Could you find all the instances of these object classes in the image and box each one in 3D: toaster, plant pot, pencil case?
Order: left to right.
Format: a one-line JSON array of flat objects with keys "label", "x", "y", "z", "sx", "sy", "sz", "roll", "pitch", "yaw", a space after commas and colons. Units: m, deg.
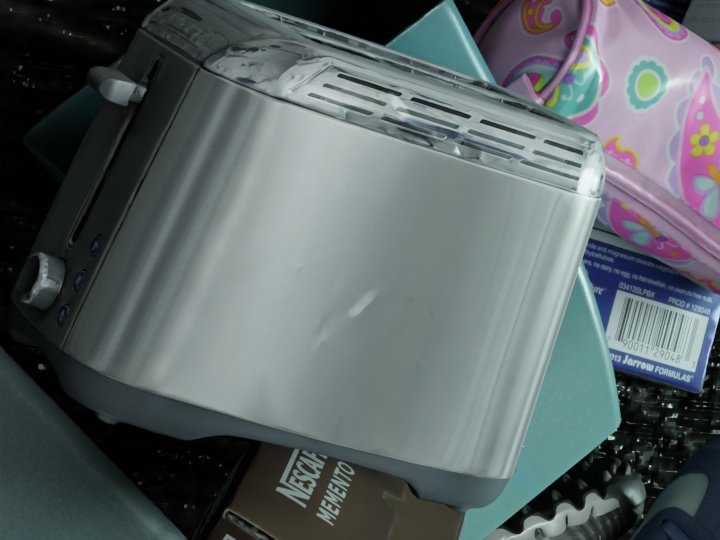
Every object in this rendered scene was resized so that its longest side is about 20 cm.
[{"label": "toaster", "x": -0.007, "y": -0.006, "z": 0.935, "sx": 0.199, "sy": 0.114, "sz": 0.130, "roll": 17, "pitch": 100, "yaw": -27}, {"label": "plant pot", "x": 0.000, "y": 0.000, "z": 1.084, "sx": 0.141, "sy": 0.141, "sz": 0.200, "roll": -38, "pitch": 118, "yaw": -7}, {"label": "pencil case", "x": 0.131, "y": -0.043, "z": 1.158, "sx": 0.200, "sy": 0.087, "sz": 0.088, "roll": 33, "pitch": 79, "yaw": -29}]

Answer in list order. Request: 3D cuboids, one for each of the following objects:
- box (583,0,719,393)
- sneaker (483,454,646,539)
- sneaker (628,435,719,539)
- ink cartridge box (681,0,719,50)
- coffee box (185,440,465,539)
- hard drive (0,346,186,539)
[{"label": "box", "x": 0.115, "y": -0.059, "z": 1.214, "sx": 0.121, "sy": 0.032, "sz": 0.201, "roll": 17, "pitch": 88, "yaw": -31}, {"label": "sneaker", "x": 0.034, "y": 0.144, "z": 1.175, "sx": 0.200, "sy": 0.066, "sz": 0.091, "roll": -26, "pitch": 111, "yaw": -22}, {"label": "sneaker", "x": 0.111, "y": 0.152, "z": 1.161, "sx": 0.082, "sy": 0.070, "sz": 0.200, "roll": -15, "pitch": 138, "yaw": -47}, {"label": "ink cartridge box", "x": 0.233, "y": -0.139, "z": 1.243, "sx": 0.198, "sy": 0.043, "sz": 0.201, "roll": 35, "pitch": 76, "yaw": -44}, {"label": "coffee box", "x": -0.054, "y": 0.156, "z": 0.991, "sx": 0.080, "sy": 0.113, "sz": 0.200, "roll": 33, "pitch": 109, "yaw": -2}, {"label": "hard drive", "x": -0.159, "y": 0.102, "z": 1.072, "sx": 0.140, "sy": 0.033, "sz": 0.200, "roll": -49, "pitch": 116, "yaw": -16}]
